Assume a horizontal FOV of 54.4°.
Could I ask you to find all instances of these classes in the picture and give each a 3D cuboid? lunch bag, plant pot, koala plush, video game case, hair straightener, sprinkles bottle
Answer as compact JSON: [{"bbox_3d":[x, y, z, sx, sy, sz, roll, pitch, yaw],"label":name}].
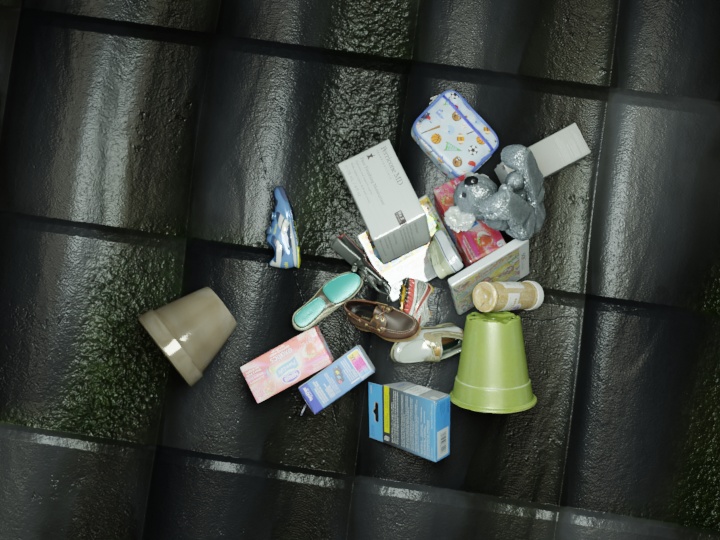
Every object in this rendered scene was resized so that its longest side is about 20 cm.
[{"bbox_3d":[0.225,-0.327,1.677,0.160,0.076,0.200,-42,88,-3],"label":"lunch bag"},{"bbox_3d":[-0.387,0.137,1.623,0.173,0.200,0.201,-38,87,-16],"label":"plant pot"},{"bbox_3d":[0.282,-0.151,1.512,0.198,0.184,0.179,5,61,42],"label":"koala plush"},{"bbox_3d":[0.118,-0.053,1.693,0.198,0.023,0.184,-30,87,1],"label":"video game case"},{"bbox_3d":[0.000,0.000,1.657,0.201,0.077,0.041,49,123,7],"label":"hair straightener"},{"bbox_3d":[0.340,0.058,1.603,0.198,0.068,0.070,1,86,-44],"label":"sprinkles bottle"},{"bbox_3d":[0.296,0.195,1.573,0.196,0.200,0.194,-2,98,1],"label":"plant pot"},{"bbox_3d":[0.297,0.014,1.603,0.198,0.182,0.023,-30,63,-1],"label":"video game case"}]

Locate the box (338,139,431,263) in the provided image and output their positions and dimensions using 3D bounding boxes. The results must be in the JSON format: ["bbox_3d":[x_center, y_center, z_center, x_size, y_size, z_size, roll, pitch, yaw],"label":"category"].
[{"bbox_3d":[0.059,-0.151,1.589,0.129,0.200,0.201,-26,73,2],"label":"box"}]

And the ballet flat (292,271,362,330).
[{"bbox_3d":[-0.081,0.073,1.673,0.199,0.062,0.068,-35,77,-7],"label":"ballet flat"}]

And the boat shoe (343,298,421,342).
[{"bbox_3d":[0.044,0.111,1.605,0.197,0.071,0.071,8,55,36],"label":"boat shoe"}]

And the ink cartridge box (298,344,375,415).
[{"bbox_3d":[-0.065,0.259,1.624,0.198,0.136,0.077,-33,84,0],"label":"ink cartridge box"}]

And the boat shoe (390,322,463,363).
[{"bbox_3d":[0.163,0.171,1.611,0.197,0.068,0.076,-17,118,-29],"label":"boat shoe"}]

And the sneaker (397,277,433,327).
[{"bbox_3d":[0.131,0.121,1.655,0.081,0.078,0.204,6,99,-17],"label":"sneaker"}]

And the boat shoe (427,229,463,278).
[{"bbox_3d":[0.181,-0.040,1.583,0.061,0.200,0.073,-31,105,7],"label":"boat shoe"}]

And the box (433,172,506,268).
[{"bbox_3d":[0.252,-0.108,1.630,0.094,0.100,0.202,-25,72,0],"label":"box"}]

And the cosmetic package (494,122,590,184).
[{"bbox_3d":[0.426,-0.258,1.654,0.198,0.107,0.091,-30,88,1],"label":"cosmetic package"}]

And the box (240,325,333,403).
[{"bbox_3d":[-0.169,0.218,1.646,0.198,0.103,0.096,-28,87,-1],"label":"box"}]

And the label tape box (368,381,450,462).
[{"bbox_3d":[0.112,0.339,1.626,0.198,0.063,0.147,10,106,42],"label":"label tape box"}]

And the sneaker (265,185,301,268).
[{"bbox_3d":[-0.193,-0.101,1.676,0.081,0.074,0.204,-9,86,3],"label":"sneaker"}]
